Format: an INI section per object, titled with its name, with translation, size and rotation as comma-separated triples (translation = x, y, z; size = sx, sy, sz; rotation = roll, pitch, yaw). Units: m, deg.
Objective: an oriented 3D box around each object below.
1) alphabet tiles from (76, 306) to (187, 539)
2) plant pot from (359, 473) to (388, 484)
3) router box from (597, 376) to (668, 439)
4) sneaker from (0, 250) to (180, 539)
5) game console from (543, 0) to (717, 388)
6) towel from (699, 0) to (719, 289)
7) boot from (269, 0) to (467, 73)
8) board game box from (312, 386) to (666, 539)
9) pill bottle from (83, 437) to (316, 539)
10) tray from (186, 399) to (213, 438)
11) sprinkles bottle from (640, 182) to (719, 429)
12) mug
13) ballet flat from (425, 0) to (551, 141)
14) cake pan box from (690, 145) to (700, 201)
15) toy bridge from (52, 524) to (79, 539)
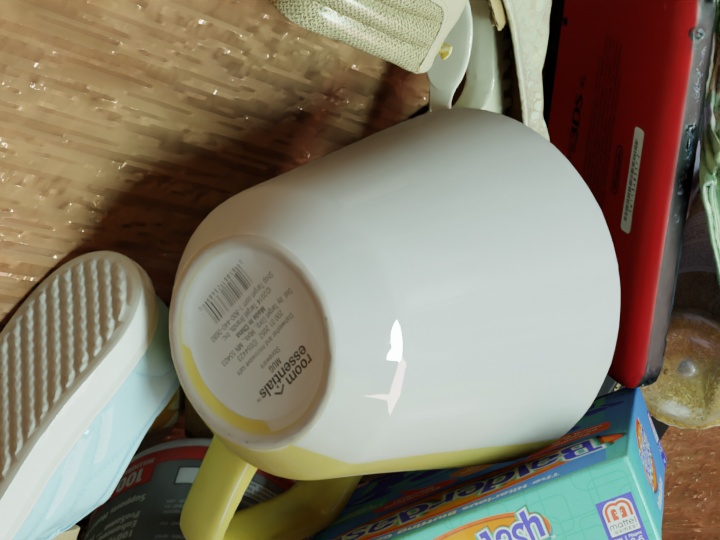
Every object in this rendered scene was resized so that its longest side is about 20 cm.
[alphabet tiles]
translation = -0.145, 0.095, 1.103
size = 0.201, 0.006, 0.166
rotation = -54, 158, 8
[plant pot]
translation = 0.005, 0.214, 1.360
size = 0.198, 0.200, 0.201
rotation = -34, 154, -18
[router box]
translation = 0.181, 0.040, 1.590
size = 0.157, 0.052, 0.201
rotation = -11, 135, -58
[sneaker]
translation = -0.138, 0.091, 0.997
size = 0.200, 0.074, 0.082
rotation = -47, 139, -9
[game console]
translation = 0.149, -0.069, 1.199
size = 0.118, 0.172, 0.202
rotation = -5, 114, -25
[towel]
translation = 0.185, -0.036, 1.200
size = 0.201, 0.023, 0.153
rotation = -76, 155, -56
[boot]
translation = 0.054, -0.156, 1.000
size = 0.199, 0.073, 0.156
rotation = -6, 129, -57
[board game box]
translation = 0.056, 0.108, 1.094
size = 0.151, 0.045, 0.200
rotation = -21, -177, 8
[pill bottle]
translation = -0.080, 0.174, 1.082
size = 0.200, 0.115, 0.116
rotation = -76, -171, -56
[tray]
translation = 0.000, 0.000, 1.179
size = 0.200, 0.037, 0.099
rotation = -40, 155, -29
[sprinkles bottle]
translation = 0.191, 0.006, 1.321
size = 0.069, 0.068, 0.200
rotation = -65, 175, 33
[mug]
translation = 0.003, 0.035, 1.008
size = 0.153, 0.149, 0.188
rotation = -13, 107, -53
[ballet flat]
translation = 0.048, -0.062, 1.096
size = 0.062, 0.067, 0.202
rotation = -30, 124, -49
[cake pan box]
translation = 0.141, -0.034, 1.400
size = 0.200, 0.052, 0.184
rotation = -50, 156, -2
[toy bridge]
translation = -0.178, 0.180, 1.070
size = 0.027, 0.067, 0.201
rotation = -3, 115, -61
